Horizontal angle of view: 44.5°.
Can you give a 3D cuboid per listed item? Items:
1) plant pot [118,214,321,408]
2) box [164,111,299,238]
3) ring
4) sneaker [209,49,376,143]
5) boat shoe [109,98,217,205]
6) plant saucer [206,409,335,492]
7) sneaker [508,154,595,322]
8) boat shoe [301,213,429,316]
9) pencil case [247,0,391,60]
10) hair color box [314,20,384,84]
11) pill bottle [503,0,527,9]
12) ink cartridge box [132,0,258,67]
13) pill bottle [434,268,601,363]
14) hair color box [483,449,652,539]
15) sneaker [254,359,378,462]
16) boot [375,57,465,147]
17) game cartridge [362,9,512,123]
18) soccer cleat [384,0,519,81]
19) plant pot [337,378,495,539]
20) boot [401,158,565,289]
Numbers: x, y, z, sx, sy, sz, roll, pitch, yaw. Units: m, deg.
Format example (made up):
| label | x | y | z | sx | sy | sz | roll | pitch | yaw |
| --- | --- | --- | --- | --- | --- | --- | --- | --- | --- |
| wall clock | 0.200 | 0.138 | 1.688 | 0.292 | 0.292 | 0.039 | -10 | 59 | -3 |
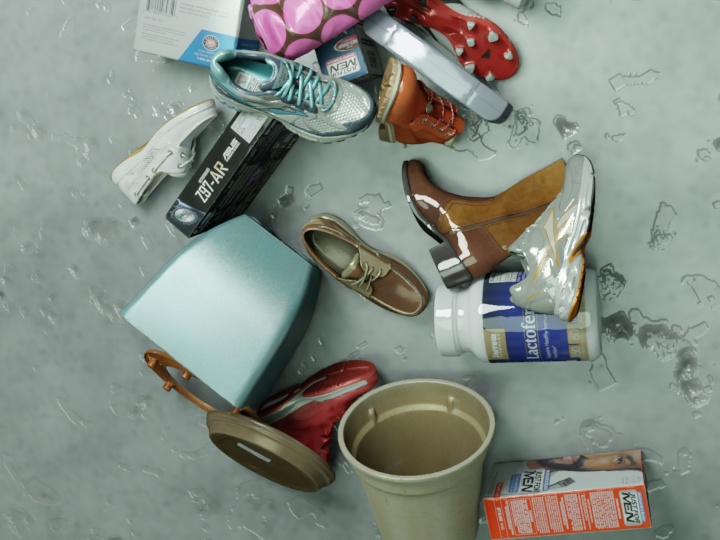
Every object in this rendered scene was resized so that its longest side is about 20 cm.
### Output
| label | x | y | z | sx | sy | sz | roll | pitch | yaw |
| --- | --- | --- | --- | --- | --- | --- | --- | --- | --- |
| plant pot | -0.159 | 0.040 | 1.172 | 0.196 | 0.196 | 0.200 | 37 | 90 | 6 |
| box | -0.152 | -0.140 | 1.145 | 0.044 | 0.160 | 0.200 | 40 | 109 | 4 |
| ring | -0.222 | 0.176 | 1.229 | 0.200 | 0.200 | 0.019 | 29 | 67 | 8 |
| sneaker | -0.080 | -0.201 | 0.996 | 0.200 | 0.086 | 0.078 | 13 | 83 | 3 |
| boat shoe | -0.260 | -0.161 | 1.223 | 0.200 | 0.071 | 0.069 | -35 | 92 | 28 |
| plant saucer | -0.129 | 0.255 | 1.217 | 0.200 | 0.200 | 0.029 | 23 | 64 | 10 |
| sneaker | 0.222 | -0.044 | 1.028 | 0.092 | 0.076 | 0.200 | 9 | 77 | 17 |
| boat shoe | 0.000 | 0.000 | 1.177 | 0.200 | 0.072 | 0.076 | 33 | 108 | 7 |
| pencil case | -0.037 | -0.321 | 1.010 | 0.200 | 0.091 | 0.094 | -30 | 128 | 16 |
| hair color box | -0.035 | -0.333 | 1.104 | 0.060 | 0.100 | 0.200 | -16 | 96 | 17 |
| pill bottle | 0.124 | -0.396 | 1.040 | 0.200 | 0.113 | 0.113 | 33 | 108 | 7 |
| ink cartridge box | -0.202 | -0.373 | 1.151 | 0.145 | 0.084 | 0.200 | 16 | 105 | 13 |
| pill bottle | 0.199 | 0.059 | 1.111 | 0.200 | 0.116 | 0.116 | -4 | 100 | 17 |
| hair color box | 0.268 | 0.290 | 1.140 | 0.200 | 0.111 | 0.064 | -9 | 99 | 17 |
| sneaker | -0.043 | 0.207 | 1.243 | 0.200 | 0.078 | 0.116 | -23 | 107 | 25 |
| boot | 0.074 | -0.196 | 1.057 | 0.107 | 0.200 | 0.075 | 13 | 87 | 8 |
| game cartridge | 0.094 | -0.245 | 1.068 | 0.200 | 0.133 | 0.042 | 37 | 108 | 6 |
| soccer cleat | 0.114 | -0.308 | 1.087 | 0.200 | 0.085 | 0.069 | 28 | 128 | -14 |
| plant pot | 0.081 | 0.274 | 1.155 | 0.200 | 0.200 | 0.184 | 0 | 119 | 16 |
| boot | 0.165 | -0.095 | 1.109 | 0.200 | 0.068 | 0.188 | -25 | 61 | 7 |
